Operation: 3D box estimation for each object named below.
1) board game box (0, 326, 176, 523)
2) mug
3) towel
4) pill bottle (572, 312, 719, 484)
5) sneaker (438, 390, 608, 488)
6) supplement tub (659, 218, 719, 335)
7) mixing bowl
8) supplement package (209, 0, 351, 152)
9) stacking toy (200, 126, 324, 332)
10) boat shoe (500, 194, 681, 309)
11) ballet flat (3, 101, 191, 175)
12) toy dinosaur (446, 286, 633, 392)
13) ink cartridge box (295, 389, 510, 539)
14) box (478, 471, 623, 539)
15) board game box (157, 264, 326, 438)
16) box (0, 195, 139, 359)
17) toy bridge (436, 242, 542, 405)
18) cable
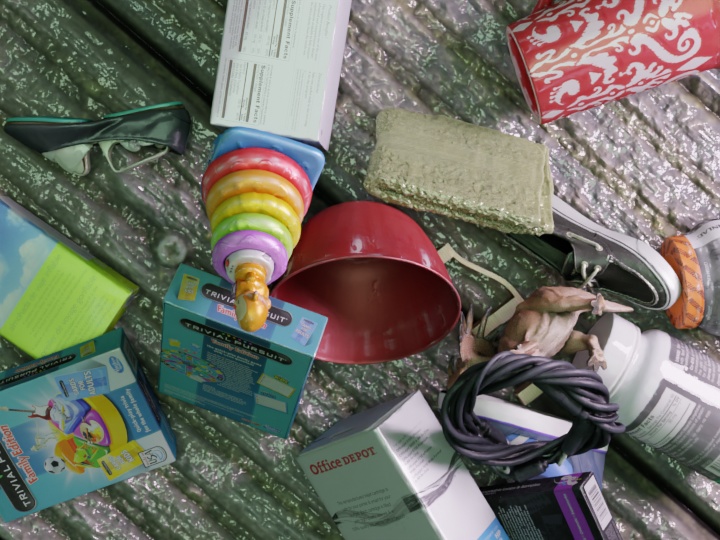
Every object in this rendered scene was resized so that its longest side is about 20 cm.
[{"bbox_3d":[-0.314,0.165,1.113,0.198,0.047,0.152,-20,117,0],"label":"board game box"},{"bbox_3d":[0.257,-0.249,1.105,0.198,0.178,0.134,-21,129,5],"label":"mug"},{"bbox_3d":[0.105,-0.103,1.094,0.197,0.149,0.037,14,132,-2],"label":"towel"},{"bbox_3d":[0.327,0.133,1.110,0.198,0.113,0.114,29,92,-2],"label":"pill bottle"},{"bbox_3d":[0.163,0.220,1.128,0.198,0.081,0.148,16,88,-7],"label":"sneaker"},{"bbox_3d":[0.422,0.001,1.099,0.197,0.123,0.124,-7,93,-1],"label":"supplement tub"},{"bbox_3d":[0.000,0.000,1.081,0.197,0.201,0.110,-2,56,0],"label":"mixing bowl"},{"bbox_3d":[-0.074,-0.231,1.069,0.109,0.156,0.203,10,92,1],"label":"supplement package"},{"bbox_3d":[-0.099,-0.025,0.974,0.108,0.202,0.117,13,137,-15],"label":"stacking toy"},{"bbox_3d":[0.234,-0.010,1.096,0.199,0.071,0.064,32,52,22],"label":"boat shoe"},{"bbox_3d":[-0.277,-0.136,1.118,0.197,0.073,0.074,-6,93,-2],"label":"ballet flat"},{"bbox_3d":[0.173,0.060,1.066,0.199,0.135,0.086,-34,117,-13],"label":"toy dinosaur"},{"bbox_3d":[0.045,0.242,1.093,0.083,0.145,0.201,-34,93,-42],"label":"ink cartridge box"},{"bbox_3d":[0.179,0.288,1.091,0.199,0.036,0.144,-19,99,41],"label":"box"},{"bbox_3d":[-0.124,0.087,1.065,0.149,0.201,0.047,20,57,0],"label":"board game box"},{"bbox_3d":[-0.355,0.013,1.132,0.199,0.048,0.123,35,92,-3],"label":"box"},{"bbox_3d":[0.149,0.051,1.148,0.067,0.027,0.201,-36,93,0],"label":"toy bridge"},{"bbox_3d":[0.163,0.142,1.005,0.161,0.201,0.051,-13,49,20],"label":"cable"}]
